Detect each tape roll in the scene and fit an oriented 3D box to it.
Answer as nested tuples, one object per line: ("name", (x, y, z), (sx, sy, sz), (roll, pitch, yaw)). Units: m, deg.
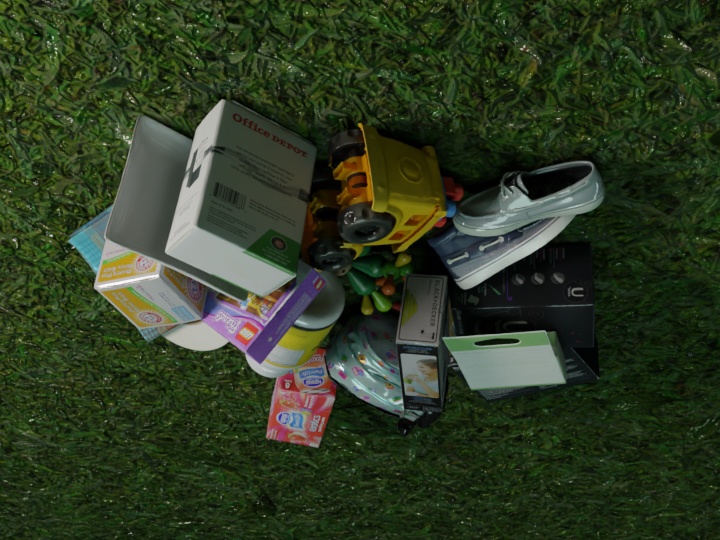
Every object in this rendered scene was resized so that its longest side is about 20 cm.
("tape roll", (-0.255, 0.025, 1.564), (0.202, 0.037, 0.203), (14, 125, 21))

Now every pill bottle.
("pill bottle", (-0.104, 0.077, 1.551), (0.112, 0.112, 0.200), (16, 144, -14))

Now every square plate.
("square plate", (-0.218, -0.076, 1.353), (0.200, 0.199, 0.028), (27, 141, -28))

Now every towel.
("towel", (-0.328, 0.002, 1.553), (0.146, 0.022, 0.200), (-28, 102, 39))

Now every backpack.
("backpack", (0.043, 0.146, 1.693), (0.200, 0.167, 0.127), (29, 123, -25))

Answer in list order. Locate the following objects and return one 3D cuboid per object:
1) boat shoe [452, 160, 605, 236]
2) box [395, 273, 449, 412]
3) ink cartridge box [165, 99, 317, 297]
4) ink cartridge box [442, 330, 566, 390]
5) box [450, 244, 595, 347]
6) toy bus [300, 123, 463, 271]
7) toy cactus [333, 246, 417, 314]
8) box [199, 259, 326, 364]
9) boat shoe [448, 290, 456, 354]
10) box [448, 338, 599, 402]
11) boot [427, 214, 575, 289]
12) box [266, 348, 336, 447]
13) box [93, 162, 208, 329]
("boat shoe", (0.212, -0.101, 1.373), (0.200, 0.070, 0.072), (-12, 140, 13))
("box", (0.091, 0.106, 1.518), (0.060, 0.117, 0.200), (5, 147, 8))
("ink cartridge box", (-0.144, -0.091, 1.323), (0.146, 0.201, 0.083), (26, 144, -26))
("ink cartridge box", (0.205, 0.111, 1.500), (0.145, 0.048, 0.200), (-5, 150, 16))
("box", (0.235, 0.040, 1.535), (0.199, 0.106, 0.122), (-3, 146, 11))
("toy bus", (0.031, -0.082, 1.389), (0.191, 0.136, 0.200), (6, 150, -30))
("toy cactus", (0.000, 0.000, 1.539), (0.164, 0.103, 0.200), (9, 155, 13))
("box", (-0.154, 0.022, 1.407), (0.200, 0.137, 0.039), (31, 168, 44))
("boat shoe", (0.113, 0.057, 1.609), (0.071, 0.070, 0.200), (2, 150, 12))
("box", (0.258, 0.130, 1.687), (0.200, 0.079, 0.141), (-16, 143, 29))
("boot", (0.189, -0.059, 1.433), (0.200, 0.073, 0.090), (-35, 103, 21))
("box", (-0.101, 0.220, 1.851), (0.099, 0.096, 0.200), (11, 145, -6))
("box", (-0.263, -0.037, 1.414), (0.101, 0.201, 0.113), (-10, 143, 21))
